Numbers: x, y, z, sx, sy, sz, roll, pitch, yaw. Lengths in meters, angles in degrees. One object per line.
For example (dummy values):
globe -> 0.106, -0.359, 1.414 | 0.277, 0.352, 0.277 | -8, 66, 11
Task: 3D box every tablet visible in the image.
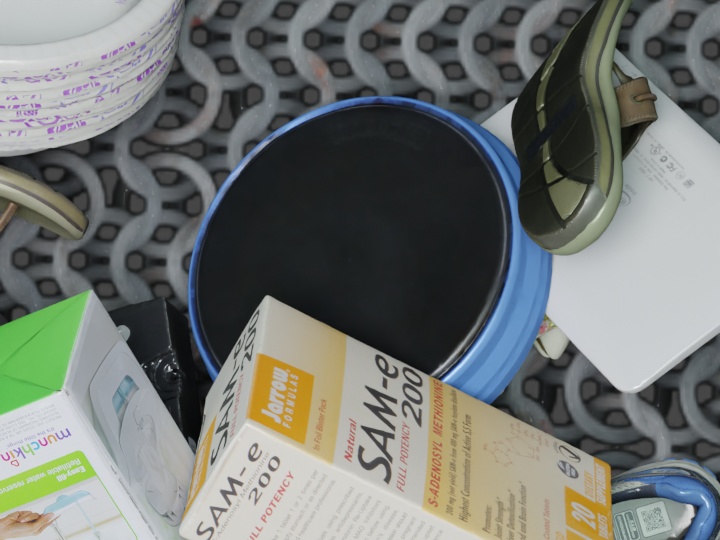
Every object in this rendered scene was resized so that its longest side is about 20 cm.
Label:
tablet -> 0.132, -0.032, 1.379 | 0.130, 0.014, 0.200 | -36, 49, -6

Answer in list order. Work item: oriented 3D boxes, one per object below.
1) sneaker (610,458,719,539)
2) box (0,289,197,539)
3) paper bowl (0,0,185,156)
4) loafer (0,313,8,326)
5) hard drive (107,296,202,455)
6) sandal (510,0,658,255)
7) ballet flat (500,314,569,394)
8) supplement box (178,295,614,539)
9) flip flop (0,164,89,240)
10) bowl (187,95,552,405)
sneaker -> 0.100, 0.151, 1.390 | 0.200, 0.085, 0.077 | -26, 85, 0
box -> -0.176, 0.134, 1.262 | 0.200, 0.097, 0.177 | -23, 116, 17
paper bowl -> -0.193, -0.138, 1.382 | 0.200, 0.104, 0.201 | 7, 45, -7
loafer -> -0.212, 0.027, 1.368 | 0.063, 0.200, 0.072 | -34, 126, -19
hard drive -> -0.176, 0.107, 1.379 | 0.200, 0.038, 0.140 | -18, 62, 14
sandal -> 0.120, -0.070, 1.364 | 0.057, 0.201, 0.080 | 29, 128, -18
ballet flat -> 0.071, 0.032, 1.417 | 0.200, 0.076, 0.064 | -33, 117, 0
supplement box -> 0.021, 0.109, 1.270 | 0.200, 0.126, 0.074 | 26, 116, -11
flip flop -> -0.241, -0.034, 1.370 | 0.200, 0.081, 0.058 | 8, 87, -20
bowl -> 0.000, 0.000, 1.382 | 0.200, 0.039, 0.201 | -10, 64, 21
